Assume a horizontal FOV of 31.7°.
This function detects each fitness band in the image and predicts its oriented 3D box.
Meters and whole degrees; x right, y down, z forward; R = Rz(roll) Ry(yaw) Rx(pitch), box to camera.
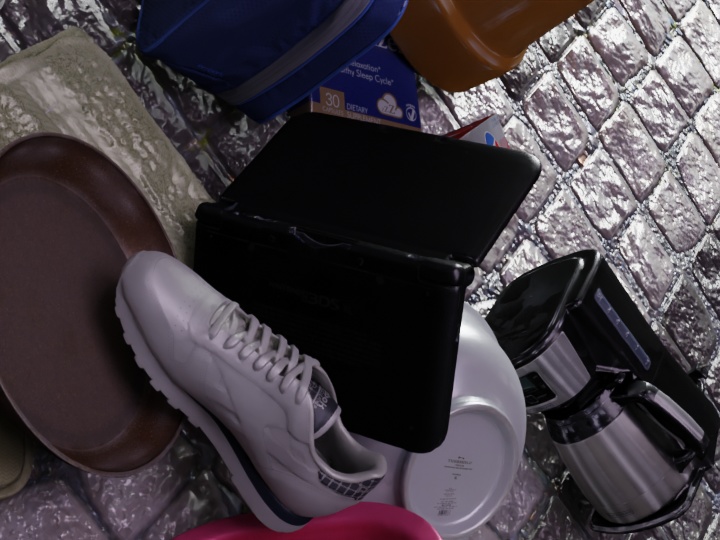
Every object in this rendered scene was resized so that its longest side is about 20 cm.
[{"bbox_3d":[-0.043,0.193,0.757,0.144,0.197,0.038,-89,172,-64],"label":"fitness band"}]

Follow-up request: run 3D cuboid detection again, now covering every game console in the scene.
[{"bbox_3d":[0.000,0.000,0.829,0.116,0.198,0.178,-15,115,-56],"label":"game console"}]

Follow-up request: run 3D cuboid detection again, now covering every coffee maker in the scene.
[{"bbox_3d":[0.199,0.088,1.070,0.201,0.134,0.193,51,24,-16],"label":"coffee maker"}]

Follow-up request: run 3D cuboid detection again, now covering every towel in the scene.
[{"bbox_3d":[-0.173,-0.054,0.834,0.201,0.036,0.148,54,48,-12],"label":"towel"}]

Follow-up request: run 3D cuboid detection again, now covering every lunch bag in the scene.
[{"bbox_3d":[-0.049,-0.207,0.893,0.132,0.199,0.137,28,52,-34],"label":"lunch bag"}]

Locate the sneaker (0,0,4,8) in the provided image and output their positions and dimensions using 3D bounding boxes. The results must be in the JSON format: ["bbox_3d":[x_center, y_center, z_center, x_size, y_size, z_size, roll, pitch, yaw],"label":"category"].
[{"bbox_3d":[-0.239,-0.267,0.821,0.073,0.087,0.202,12,66,-38],"label":"sneaker"}]

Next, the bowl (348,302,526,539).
[{"bbox_3d":[0.044,0.120,0.862,0.199,0.090,0.204,-11,111,-30],"label":"bowl"}]

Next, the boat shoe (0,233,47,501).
[{"bbox_3d":[-0.226,0.040,0.727,0.074,0.068,0.202,18,57,-36],"label":"boat shoe"}]

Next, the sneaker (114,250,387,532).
[{"bbox_3d":[-0.065,0.062,0.763,0.201,0.080,0.077,51,38,-13],"label":"sneaker"}]

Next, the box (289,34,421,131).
[{"bbox_3d":[-0.011,-0.204,1.043,0.120,0.032,0.202,8,68,-40],"label":"box"}]

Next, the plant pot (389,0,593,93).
[{"bbox_3d":[0.126,-0.274,1.058,0.200,0.182,0.202,30,52,-47],"label":"plant pot"}]

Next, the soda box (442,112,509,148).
[{"bbox_3d":[0.070,-0.069,0.983,0.064,0.069,0.200,67,21,-7],"label":"soda box"}]

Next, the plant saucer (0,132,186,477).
[{"bbox_3d":[-0.164,0.022,0.732,0.200,0.032,0.202,46,35,-46],"label":"plant saucer"}]
